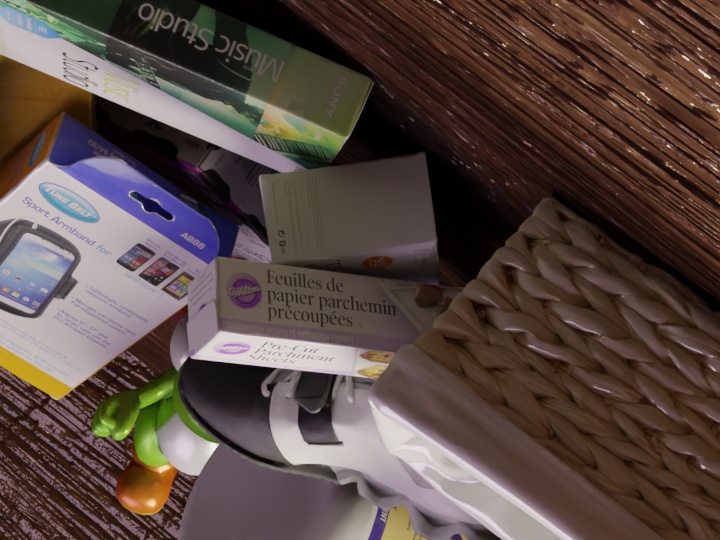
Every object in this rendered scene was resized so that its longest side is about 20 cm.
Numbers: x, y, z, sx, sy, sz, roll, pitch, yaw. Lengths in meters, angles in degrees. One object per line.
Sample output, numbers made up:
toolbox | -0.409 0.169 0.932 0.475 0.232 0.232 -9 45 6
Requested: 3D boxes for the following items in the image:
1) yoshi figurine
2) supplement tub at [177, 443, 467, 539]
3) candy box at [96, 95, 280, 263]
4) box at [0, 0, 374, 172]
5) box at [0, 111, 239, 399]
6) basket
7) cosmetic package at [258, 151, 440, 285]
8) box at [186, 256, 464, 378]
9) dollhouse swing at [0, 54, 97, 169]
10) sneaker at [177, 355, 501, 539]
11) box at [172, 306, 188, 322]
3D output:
yoshi figurine | -0.091 0.091 1.406 0.112 0.112 0.201 52 145 27
supplement tub | 0.012 0.170 1.332 0.200 0.146 0.145 33 176 -36
candy box | -0.063 -0.045 1.347 0.136 0.061 0.200 28 167 45
box | -0.098 -0.102 1.129 0.199 0.037 0.144 22 171 -3
box | -0.157 -0.009 1.297 0.119 0.042 0.200 33 135 -23
basket | 0.118 0.076 1.045 0.199 0.124 0.136 35 170 12
cosmetic package | 0.000 0.000 1.208 0.200 0.082 0.051 78 -178 -73
box | 0.016 0.029 1.137 0.199 0.039 0.041 8 155 -25
dollhouse swing | -0.223 -0.146 1.328 0.180 0.177 0.201 6 137 1
sneaker | 0.000 0.065 1.209 0.199 0.074 0.089 20 131 17
box | -0.146 -0.051 1.513 0.199 0.100 0.096 29 168 42
